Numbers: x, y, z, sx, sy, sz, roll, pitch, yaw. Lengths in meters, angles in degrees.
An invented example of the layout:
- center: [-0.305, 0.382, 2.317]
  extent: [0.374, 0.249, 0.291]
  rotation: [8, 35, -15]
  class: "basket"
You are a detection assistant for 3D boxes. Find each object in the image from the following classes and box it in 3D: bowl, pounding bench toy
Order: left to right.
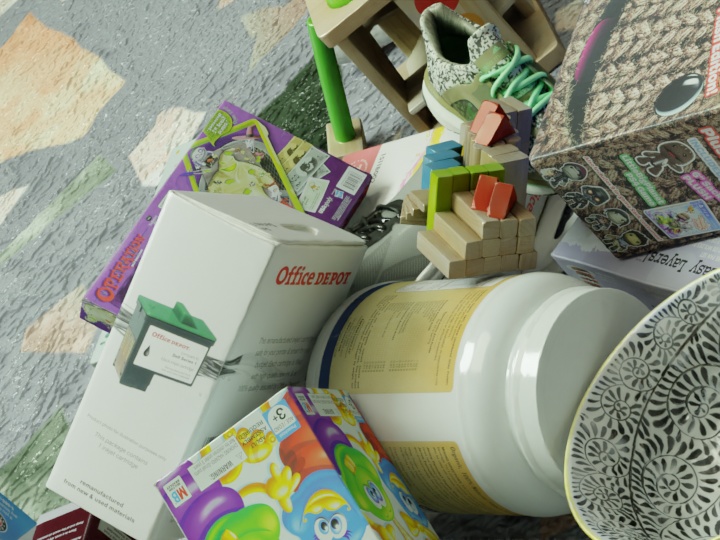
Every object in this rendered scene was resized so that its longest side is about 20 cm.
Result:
- center: [0.016, -0.173, 2.025]
  extent: [0.200, 0.156, 0.124]
  rotation: [-38, 32, 13]
  class: "pounding bench toy"
- center: [0.219, 0.096, 1.525]
  extent: [0.200, 0.094, 0.201]
  rotation: [-31, 35, 24]
  class: "bowl"

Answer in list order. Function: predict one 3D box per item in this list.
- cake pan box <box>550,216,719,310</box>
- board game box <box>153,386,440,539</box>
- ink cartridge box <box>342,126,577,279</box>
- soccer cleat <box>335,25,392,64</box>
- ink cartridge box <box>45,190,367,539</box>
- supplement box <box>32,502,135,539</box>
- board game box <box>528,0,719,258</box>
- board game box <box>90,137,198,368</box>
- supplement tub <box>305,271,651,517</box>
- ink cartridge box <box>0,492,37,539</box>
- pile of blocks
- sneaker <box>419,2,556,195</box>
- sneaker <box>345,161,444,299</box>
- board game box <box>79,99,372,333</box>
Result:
- center: [0.236, -0.049, 1.718]
  extent: [0.185, 0.052, 0.200]
  rotation: [-54, 32, -10]
  class: "cake pan box"
- center: [-0.011, 0.178, 1.595]
  extent: [0.103, 0.105, 0.201]
  rotation: [-36, 76, 15]
  class: "board game box"
- center: [0.061, -0.039, 1.898]
  extent: [0.199, 0.067, 0.117]
  rotation: [-15, 42, 41]
  class: "ink cartridge box"
- center: [0.047, -0.225, 2.138]
  extent: [0.200, 0.069, 0.085]
  rotation: [-37, 27, 6]
  class: "soccer cleat"
- center: [-0.091, 0.056, 1.694]
  extent: [0.084, 0.146, 0.201]
  rotation: [26, 99, 20]
  class: "ink cartridge box"
- center: [-0.177, 0.258, 1.801]
  extent: [0.061, 0.109, 0.201]
  rotation: [-24, 36, 33]
  class: "supplement box"
- center: [0.223, -0.115, 1.669]
  extent: [0.199, 0.097, 0.160]
  rotation: [-15, 43, 41]
  class: "board game box"
- center: [-0.089, 0.022, 1.932]
  extent: [0.064, 0.147, 0.201]
  rotation: [-21, 39, 38]
  class: "board game box"
- center: [0.078, 0.075, 1.671]
  extent: [0.199, 0.144, 0.145]
  rotation: [-3, 51, 48]
  class: "supplement tub"
- center: [-0.254, 0.256, 1.860]
  extent: [0.084, 0.145, 0.201]
  rotation: [-32, 33, 22]
  class: "ink cartridge box"
- center: [0.067, -0.065, 1.710]
  extent: [0.082, 0.062, 0.200]
  rotation: [4, 25, 0]
  class: "pile of blocks"
- center: [0.096, -0.116, 1.815]
  extent: [0.077, 0.089, 0.200]
  rotation: [-43, 43, -14]
  class: "sneaker"
- center: [0.000, 0.000, 1.791]
  extent: [0.200, 0.079, 0.074]
  rotation: [-53, 24, -9]
  class: "sneaker"
- center: [-0.088, -0.017, 1.861]
  extent: [0.200, 0.120, 0.032]
  rotation: [-57, -6, -36]
  class: "board game box"
